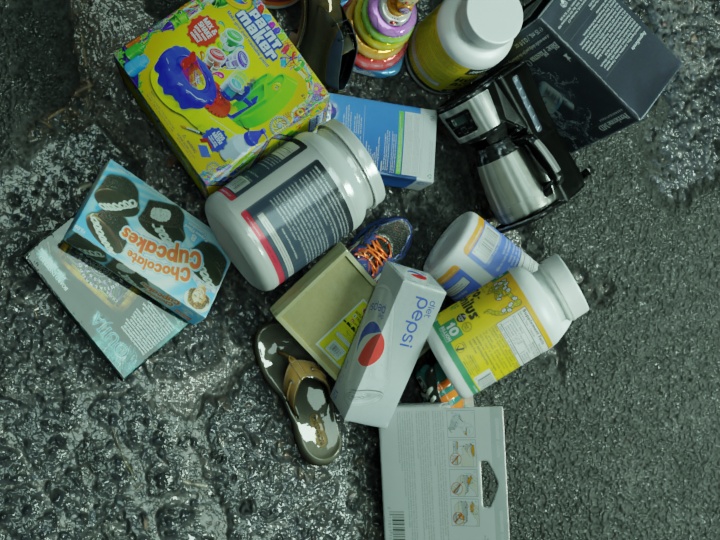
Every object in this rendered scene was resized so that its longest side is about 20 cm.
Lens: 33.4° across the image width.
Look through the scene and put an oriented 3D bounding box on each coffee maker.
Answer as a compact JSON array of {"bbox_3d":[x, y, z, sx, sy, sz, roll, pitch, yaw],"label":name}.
[{"bbox_3d":[0.215,-0.179,1.671,0.202,0.133,0.192,63,29,-7],"label":"coffee maker"}]

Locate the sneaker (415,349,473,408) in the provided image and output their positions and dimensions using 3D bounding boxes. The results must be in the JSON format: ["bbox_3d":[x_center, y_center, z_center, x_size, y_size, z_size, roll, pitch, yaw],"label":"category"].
[{"bbox_3d":[0.109,0.168,1.619,0.079,0.071,0.203,7,74,-15],"label":"sneaker"}]

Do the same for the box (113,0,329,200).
[{"bbox_3d":[-0.173,-0.229,1.515,0.192,0.122,0.201,-36,85,-9],"label":"box"}]

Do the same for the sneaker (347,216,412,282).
[{"bbox_3d":[0.000,0.000,1.596,0.200,0.078,0.076,-44,98,-18],"label":"sneaker"}]

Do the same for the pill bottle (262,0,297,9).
[{"bbox_3d":[-0.101,-0.431,1.549,0.112,0.200,0.116,3,75,-12],"label":"pill bottle"}]

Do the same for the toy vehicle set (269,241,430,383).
[{"bbox_3d":[-0.011,0.075,1.549,0.124,0.027,0.200,-41,121,0],"label":"toy vehicle set"}]

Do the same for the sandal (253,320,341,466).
[{"bbox_3d":[-0.075,0.159,1.562,0.081,0.055,0.203,-19,89,-20],"label":"sandal"}]

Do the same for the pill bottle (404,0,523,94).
[{"bbox_3d":[0.141,-0.316,1.621,0.110,0.200,0.113,2,82,-17],"label":"pill bottle"}]

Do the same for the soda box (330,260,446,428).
[{"bbox_3d":[0.033,0.096,1.523,0.067,0.063,0.202,16,107,-27],"label":"soda box"}]

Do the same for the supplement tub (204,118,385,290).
[{"bbox_3d":[-0.082,-0.083,1.501,0.199,0.140,0.141,-36,94,-13],"label":"supplement tub"}]

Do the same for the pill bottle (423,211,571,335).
[{"bbox_3d":[0.192,0.021,1.641,0.199,0.112,0.113,38,73,-11],"label":"pill bottle"}]

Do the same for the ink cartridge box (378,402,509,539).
[{"bbox_3d":[0.112,0.273,1.556,0.171,0.043,0.204,-3,88,21],"label":"ink cartridge box"}]

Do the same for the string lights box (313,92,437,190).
[{"bbox_3d":[0.002,-0.177,1.630,0.197,0.059,0.105,7,80,-17],"label":"string lights box"}]

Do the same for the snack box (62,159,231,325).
[{"bbox_3d":[-0.260,-0.034,1.504,0.199,0.037,0.117,35,54,-20],"label":"snack box"}]

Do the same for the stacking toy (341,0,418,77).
[{"bbox_3d":[0.037,-0.338,1.589,0.114,0.200,0.112,14,78,-17],"label":"stacking toy"}]

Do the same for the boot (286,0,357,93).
[{"bbox_3d":[-0.030,-0.333,1.574,0.096,0.202,0.075,34,34,15],"label":"boot"}]

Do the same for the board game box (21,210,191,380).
[{"bbox_3d":[-0.312,0.019,1.515,0.135,0.028,0.201,-40,97,-19],"label":"board game box"}]

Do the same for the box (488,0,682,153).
[{"bbox_3d":[0.302,-0.290,1.672,0.200,0.196,0.118,42,72,-9],"label":"box"}]

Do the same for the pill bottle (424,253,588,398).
[{"bbox_3d":[0.187,0.067,1.535,0.198,0.113,0.114,-31,93,4],"label":"pill bottle"}]
